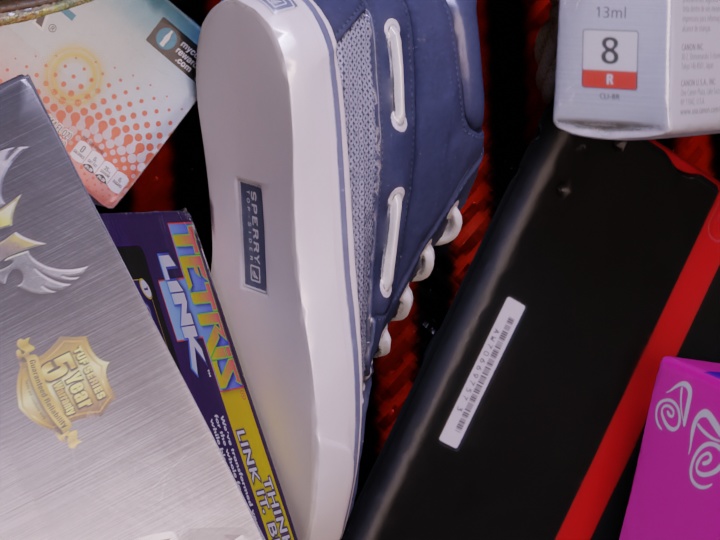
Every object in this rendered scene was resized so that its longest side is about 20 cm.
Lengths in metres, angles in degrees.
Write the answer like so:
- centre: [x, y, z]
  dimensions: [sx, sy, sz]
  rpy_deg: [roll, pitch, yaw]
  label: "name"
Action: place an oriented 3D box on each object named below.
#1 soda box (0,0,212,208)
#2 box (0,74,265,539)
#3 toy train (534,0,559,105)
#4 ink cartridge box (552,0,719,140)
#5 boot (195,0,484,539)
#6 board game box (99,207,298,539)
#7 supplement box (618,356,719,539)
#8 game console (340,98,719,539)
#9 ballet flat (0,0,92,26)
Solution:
- centre: [-0.141, -0.106, 0.912]
  dimensions: [0.200, 0.064, 0.068]
  rpy_deg: [41, 81, -20]
  label: "soda box"
- centre: [-0.111, 0.074, 0.739]
  dimensions: [0.158, 0.048, 0.201]
  rpy_deg: [-26, 87, -10]
  label: "box"
- centre: [0.018, -0.119, 0.968]
  dimensions: [0.115, 0.085, 0.201]
  rpy_deg: [-7, 106, -3]
  label: "toy train"
- centre: [0.117, -0.147, 0.964]
  dimensions: [0.162, 0.050, 0.201]
  rpy_deg: [-9, 99, -60]
  label: "ink cartridge box"
- centre: [0.000, 0.000, 0.939]
  dimensions: [0.090, 0.073, 0.201]
  rpy_deg: [-15, 117, -36]
  label: "boot"
- centre: [-0.075, 0.084, 0.852]
  dimensions: [0.057, 0.165, 0.201]
  rpy_deg: [-20, 84, 19]
  label: "board game box"
- centre: [0.196, 0.098, 0.991]
  dimensions: [0.199, 0.101, 0.104]
  rpy_deg: [6, 99, -35]
  label: "supplement box"
- centre: [0.086, 0.059, 1.010]
  dimensions: [0.177, 0.031, 0.201]
  rpy_deg: [28, 86, -34]
  label: "game console"
- centre: [-0.064, -0.126, 0.873]
  dimensions: [0.200, 0.071, 0.071]
  rpy_deg: [-36, 107, -15]
  label: "ballet flat"
